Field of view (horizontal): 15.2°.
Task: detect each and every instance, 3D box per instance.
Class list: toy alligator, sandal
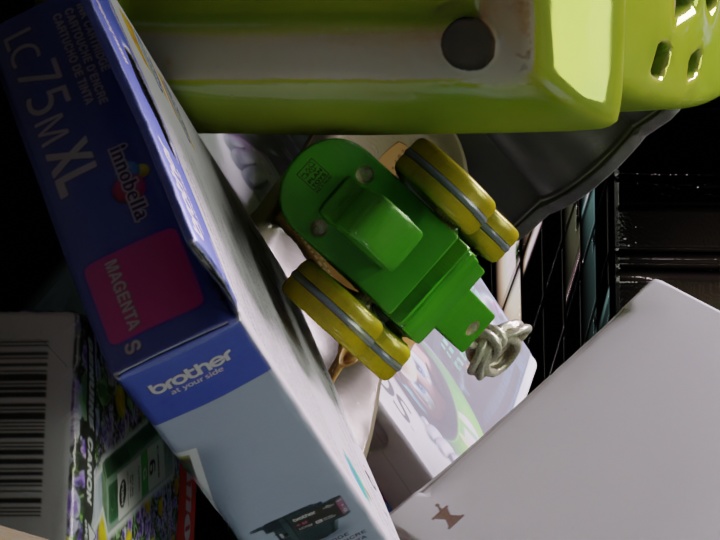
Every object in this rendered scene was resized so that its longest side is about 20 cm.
[{"bbox_3d":[0.010,-0.005,0.804,0.059,0.054,0.200,-47,163,0],"label":"toy alligator"},{"bbox_3d":[0.000,0.000,0.887,0.080,0.054,0.200,48,40,-18],"label":"sandal"}]

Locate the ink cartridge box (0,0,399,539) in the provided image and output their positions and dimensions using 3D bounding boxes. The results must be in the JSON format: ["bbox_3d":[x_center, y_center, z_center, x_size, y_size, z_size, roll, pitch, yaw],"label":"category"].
[{"bbox_3d":[-0.044,0.007,0.715,0.200,0.042,0.119,65,1,-56],"label":"ink cartridge box"}]

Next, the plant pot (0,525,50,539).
[{"bbox_3d":[-0.063,0.111,0.388,0.187,0.200,0.187,0,90,-81],"label":"plant pot"}]

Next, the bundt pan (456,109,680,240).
[{"bbox_3d":[0.073,-0.105,1.028,0.076,0.202,0.202,42,29,-16],"label":"bundt pan"}]

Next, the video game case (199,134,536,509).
[{"bbox_3d":[0.000,-0.003,1.005,0.182,0.023,0.200,56,17,-9],"label":"video game case"}]

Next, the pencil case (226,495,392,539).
[{"bbox_3d":[-0.006,0.139,1.077,0.088,0.088,0.200,-76,165,-54],"label":"pencil case"}]

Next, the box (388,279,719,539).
[{"bbox_3d":[0.098,0.135,0.937,0.152,0.106,0.200,-39,142,-32],"label":"box"}]

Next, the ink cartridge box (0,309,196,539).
[{"bbox_3d":[-0.076,0.082,0.747,0.200,0.050,0.109,50,41,-74],"label":"ink cartridge box"}]

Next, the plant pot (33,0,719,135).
[{"bbox_3d":[0.004,-0.136,0.801,0.181,0.199,0.200,-38,128,-71],"label":"plant pot"}]
